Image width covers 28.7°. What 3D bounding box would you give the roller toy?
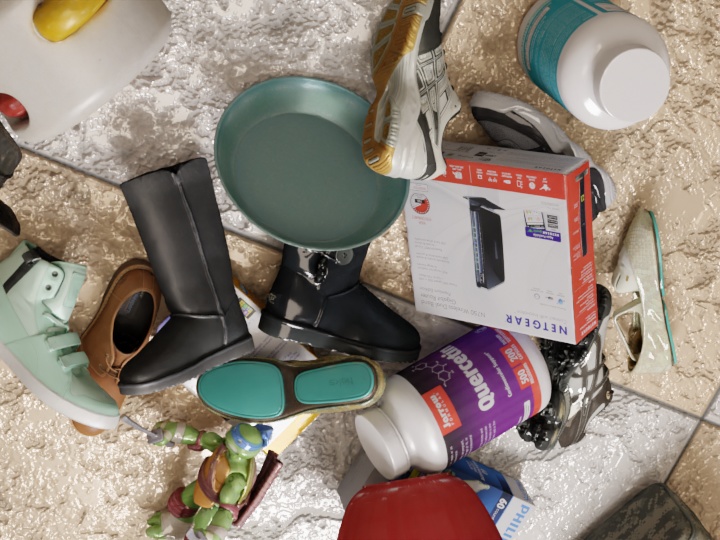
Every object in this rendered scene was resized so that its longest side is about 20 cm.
[{"bbox_3d":[-0.275,-0.219,1.256,0.182,0.201,0.140,-30,115,21],"label":"roller toy"}]

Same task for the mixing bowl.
[{"bbox_3d":[0.056,0.272,1.471,0.198,0.200,0.110,-7,81,-9],"label":"mixing bowl"}]

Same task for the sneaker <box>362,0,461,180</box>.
[{"bbox_3d":[0.059,-0.185,1.387,0.087,0.075,0.202,14,82,-28],"label":"sneaker"}]

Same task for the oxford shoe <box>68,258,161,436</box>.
[{"bbox_3d":[-0.257,0.090,1.445,0.071,0.071,0.201,15,109,-19],"label":"oxford shoe"}]

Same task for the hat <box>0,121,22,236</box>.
[{"bbox_3d":[-0.368,-0.124,1.283,0.200,0.201,0.081,41,90,-23],"label":"hat"}]

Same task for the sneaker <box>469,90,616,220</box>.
[{"bbox_3d":[0.172,-0.092,1.447,0.199,0.075,0.114,36,80,-25],"label":"sneaker"}]

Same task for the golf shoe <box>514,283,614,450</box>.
[{"bbox_3d":[0.244,0.107,1.566,0.094,0.078,0.201,9,111,-33],"label":"golf shoe"}]

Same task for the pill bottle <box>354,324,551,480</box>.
[{"bbox_3d":[0.097,0.140,1.490,0.199,0.112,0.113,-28,115,-20],"label":"pill bottle"}]

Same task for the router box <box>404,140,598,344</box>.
[{"bbox_3d":[0.140,-0.032,1.421,0.049,0.199,0.181,-31,122,-45],"label":"router box"}]

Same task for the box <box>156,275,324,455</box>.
[{"bbox_3d":[-0.123,0.097,1.493,0.119,0.042,0.200,-44,111,7],"label":"box"}]

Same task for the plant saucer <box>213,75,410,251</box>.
[{"bbox_3d":[-0.050,-0.099,1.377,0.198,0.202,0.036,8,149,-15],"label":"plant saucer"}]

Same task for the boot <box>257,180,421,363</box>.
[{"bbox_3d":[0.000,0.000,1.459,0.199,0.076,0.170,13,99,-29],"label":"boot"}]

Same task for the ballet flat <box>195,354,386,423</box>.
[{"bbox_3d":[-0.069,0.122,1.454,0.198,0.071,0.071,-5,114,13],"label":"ballet flat"}]

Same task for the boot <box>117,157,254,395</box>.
[{"bbox_3d":[-0.193,0.004,1.371,0.164,0.065,0.202,-24,105,-46],"label":"boot"}]

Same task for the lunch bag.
[{"bbox_3d":[0.345,0.378,1.646,0.200,0.140,0.168,-43,113,7],"label":"lunch bag"}]

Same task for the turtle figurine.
[{"bbox_3d":[-0.190,0.236,1.458,0.143,0.200,0.195,36,126,15],"label":"turtle figurine"}]

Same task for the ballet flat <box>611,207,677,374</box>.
[{"bbox_3d":[0.306,0.030,1.546,0.062,0.068,0.202,-12,113,4],"label":"ballet flat"}]

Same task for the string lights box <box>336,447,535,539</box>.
[{"bbox_3d":[0.086,0.256,1.587,0.199,0.059,0.103,26,103,-20],"label":"string lights box"}]

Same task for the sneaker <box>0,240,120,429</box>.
[{"bbox_3d":[-0.293,0.060,1.393,0.200,0.074,0.118,41,96,5],"label":"sneaker"}]

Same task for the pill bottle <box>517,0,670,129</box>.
[{"bbox_3d":[0.230,-0.203,1.363,0.110,0.200,0.112,-4,112,-10],"label":"pill bottle"}]
